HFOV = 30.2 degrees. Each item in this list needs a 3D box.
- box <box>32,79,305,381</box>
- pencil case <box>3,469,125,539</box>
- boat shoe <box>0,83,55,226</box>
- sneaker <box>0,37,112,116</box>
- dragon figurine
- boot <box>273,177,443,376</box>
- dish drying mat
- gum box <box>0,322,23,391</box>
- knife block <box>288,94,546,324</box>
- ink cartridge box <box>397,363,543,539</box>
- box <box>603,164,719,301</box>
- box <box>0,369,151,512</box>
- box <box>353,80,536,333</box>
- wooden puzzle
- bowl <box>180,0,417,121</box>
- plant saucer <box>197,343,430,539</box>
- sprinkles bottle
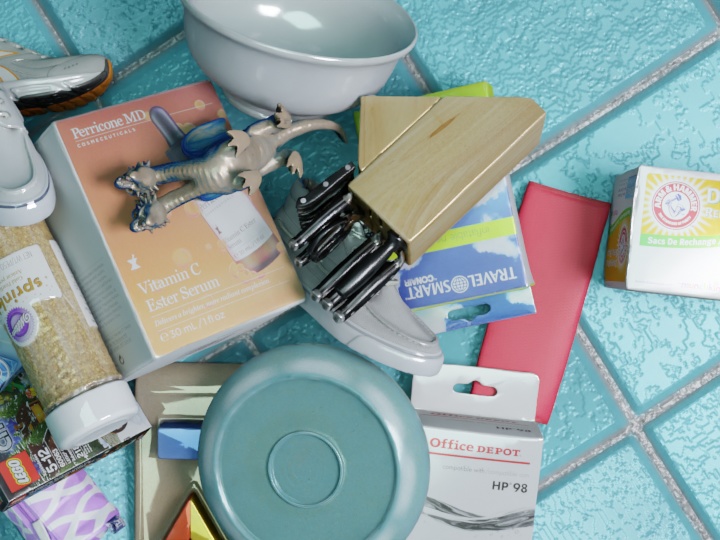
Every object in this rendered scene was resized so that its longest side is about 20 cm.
[{"bbox_3d":[-0.164,-0.031,1.083,0.152,0.106,0.201,-23,87,-35],"label":"box"},{"bbox_3d":[-0.294,0.169,1.133,0.200,0.085,0.084,47,118,3],"label":"pencil case"},{"bbox_3d":[-0.296,-0.110,1.024,0.073,0.066,0.200,-25,51,-28],"label":"boat shoe"},{"bbox_3d":[-0.314,-0.179,1.141,0.199,0.076,0.092,-7,86,0],"label":"sneaker"},{"bbox_3d":[-0.100,-0.087,1.032,0.099,0.200,0.059,-7,110,39],"label":"dragon figurine"},{"bbox_3d":[0.000,0.000,1.098,0.200,0.073,0.096,33,110,26],"label":"boot"},{"bbox_3d":[0.155,0.028,1.160,0.076,0.018,0.201,16,90,2],"label":"dish drying mat"},{"bbox_3d":[-0.308,-0.008,1.089,0.170,0.045,0.200,43,56,-3],"label":"gum box"},{"bbox_3d":[0.045,-0.046,1.051,0.199,0.064,0.176,1,74,2],"label":"knife block"},{"bbox_3d":[0.089,0.185,1.127,0.115,0.067,0.201,6,97,2],"label":"ink cartridge box"},{"bbox_3d":[0.313,-0.024,1.111,0.199,0.112,0.102,6,90,2],"label":"box"},{"bbox_3d":[-0.283,0.080,1.110,0.136,0.038,0.200,-27,80,-33],"label":"box"},{"bbox_3d":[0.072,-0.049,1.136,0.121,0.048,0.201,-12,89,13],"label":"box"},{"bbox_3d":[-0.106,0.182,1.150,0.184,0.046,0.201,1,90,1],"label":"wooden puzzle"},{"bbox_3d":[-0.060,-0.181,1.098,0.200,0.201,0.091,18,122,1],"label":"bowl"},{"bbox_3d":[-0.043,0.161,1.097,0.199,0.027,0.201,1,95,11],"label":"plant saucer"},{"bbox_3d":[-0.244,0.036,1.034,0.068,0.068,0.201,-28,81,1],"label":"sprinkles bottle"}]
